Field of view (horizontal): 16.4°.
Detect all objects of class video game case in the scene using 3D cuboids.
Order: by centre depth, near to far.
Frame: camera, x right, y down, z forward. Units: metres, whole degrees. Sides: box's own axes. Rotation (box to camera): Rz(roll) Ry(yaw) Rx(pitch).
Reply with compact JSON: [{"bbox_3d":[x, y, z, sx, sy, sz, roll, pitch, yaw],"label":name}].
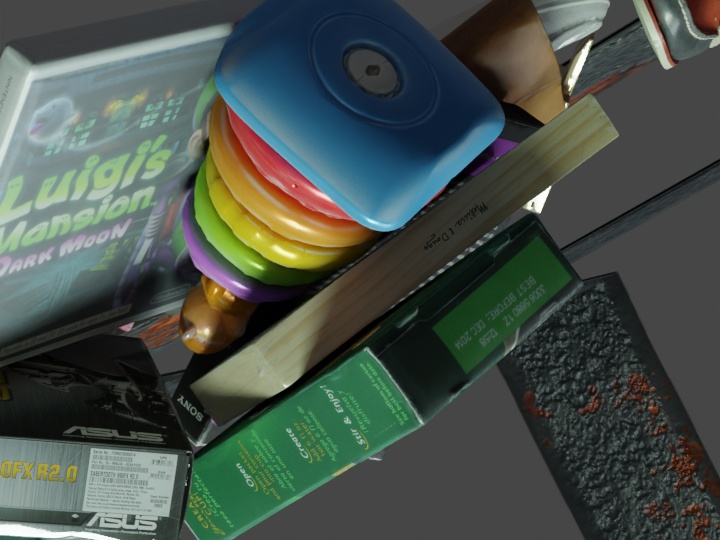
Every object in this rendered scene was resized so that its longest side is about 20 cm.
[{"bbox_3d":[-0.103,-0.039,1.102,0.199,0.023,0.183,-19,144,-46],"label":"video game case"}]

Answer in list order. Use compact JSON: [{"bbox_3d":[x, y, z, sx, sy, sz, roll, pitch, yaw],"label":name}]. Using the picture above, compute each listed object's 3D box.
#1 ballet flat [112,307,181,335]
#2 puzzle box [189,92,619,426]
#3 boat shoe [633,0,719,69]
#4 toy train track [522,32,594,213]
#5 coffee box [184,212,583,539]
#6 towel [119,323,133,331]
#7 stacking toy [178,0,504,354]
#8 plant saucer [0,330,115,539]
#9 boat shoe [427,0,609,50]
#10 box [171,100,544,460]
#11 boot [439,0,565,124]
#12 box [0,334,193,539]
[{"bbox_3d":[-0.175,0.025,1.508,0.199,0.047,0.067,-26,159,14],"label":"ballet flat"},{"bbox_3d":[0.017,-0.003,1.142,0.200,0.025,0.133,-37,-179,-19],"label":"puzzle box"},{"bbox_3d":[0.196,-0.158,1.413,0.062,0.072,0.200,-17,-179,19],"label":"boat shoe"},{"bbox_3d":[0.107,-0.087,1.537,0.200,0.032,0.115,-73,-175,-66],"label":"toy train track"},{"bbox_3d":[0.002,0.053,1.115,0.123,0.044,0.200,-38,-179,-39],"label":"coffee box"},{"bbox_3d":[-0.105,-0.034,1.202,0.147,0.030,0.200,-50,170,5],"label":"towel"},{"bbox_3d":[-0.036,-0.027,1.106,0.116,0.110,0.200,-43,172,-45],"label":"stacking toy"},{"bbox_3d":[-0.182,0.117,1.291,0.036,0.201,0.200,16,145,-38],"label":"plant saucer"},{"bbox_3d":[0.056,-0.099,1.348,0.199,0.069,0.072,-25,172,-20],"label":"boat shoe"},{"bbox_3d":[0.000,0.000,1.239,0.142,0.036,0.201,10,111,-49],"label":"box"},{"bbox_3d":[0.022,-0.037,1.312,0.199,0.068,0.189,-34,136,-17],"label":"boot"},{"bbox_3d":[-0.186,0.068,1.133,0.198,0.049,0.158,6,-164,-15],"label":"box"}]
